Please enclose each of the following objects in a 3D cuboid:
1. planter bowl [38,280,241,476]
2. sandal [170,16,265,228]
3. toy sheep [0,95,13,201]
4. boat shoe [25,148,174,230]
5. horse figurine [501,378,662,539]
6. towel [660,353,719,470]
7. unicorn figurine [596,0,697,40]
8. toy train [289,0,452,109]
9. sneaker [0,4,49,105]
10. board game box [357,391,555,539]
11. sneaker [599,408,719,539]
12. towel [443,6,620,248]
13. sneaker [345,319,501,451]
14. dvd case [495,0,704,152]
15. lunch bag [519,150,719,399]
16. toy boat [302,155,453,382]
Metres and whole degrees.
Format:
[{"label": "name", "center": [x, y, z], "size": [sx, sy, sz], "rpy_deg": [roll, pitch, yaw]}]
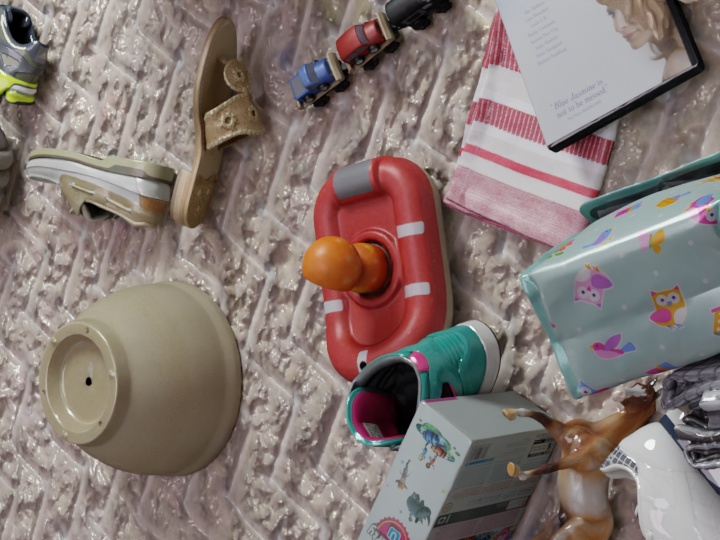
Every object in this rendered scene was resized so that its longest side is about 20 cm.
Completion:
[{"label": "planter bowl", "center": [-0.236, 0.110, 1.498], "size": [0.199, 0.134, 0.203], "rpy_deg": [-2, 88, 40]}, {"label": "sandal", "center": [-0.126, -0.136, 1.468], "size": [0.069, 0.078, 0.214], "rpy_deg": [21, 109, 17]}, {"label": "toy sheep", "center": [-0.461, -0.117, 1.692], "size": [0.138, 0.137, 0.201], "rpy_deg": [45, 111, 31]}, {"label": "boat shoe", "center": [-0.284, -0.087, 1.580], "size": [0.198, 0.074, 0.069], "rpy_deg": [9, 89, 38]}, {"label": "horse figurine", "center": [0.164, 0.182, 1.191], "size": [0.050, 0.131, 0.203], "rpy_deg": [28, 115, 58]}, {"label": "towel", "center": [0.326, 0.083, 1.019], "size": [0.198, 0.165, 0.087], "rpy_deg": [-12, 94, 40]}, {"label": "unicorn figurine", "center": [0.227, -0.292, 1.154], "size": [0.136, 0.074, 0.202], "rpy_deg": [23, 75, 12]}, {"label": "toy train", "center": [0.003, -0.205, 1.366], "size": [0.199, 0.046, 0.034], "rpy_deg": [-34, 69, 34]}, {"label": "sneaker", "center": [-0.417, -0.275, 1.705], "size": [0.200, 0.074, 0.081], "rpy_deg": [45, 109, 23]}, {"label": "board game box", "center": [0.071, 0.204, 1.235], "size": [0.064, 0.147, 0.202], "rpy_deg": [33, 109, 33]}, {"label": "sneaker", "center": [0.259, 0.201, 1.114], "size": [0.080, 0.077, 0.201], "rpy_deg": [-33, 54, 3]}, {"label": "towel", "center": [0.152, -0.129, 1.258], "size": [0.143, 0.023, 0.202], "rpy_deg": [23, 103, 37]}, {"label": "sneaker", "center": [0.038, 0.137, 1.262], "size": [0.084, 0.120, 0.202], "rpy_deg": [43, 129, 38]}, {"label": "dvd case", "center": [0.183, -0.216, 1.217], "size": [0.142, 0.017, 0.202], "rpy_deg": [-28, 66, 28]}, {"label": "lunch bag", "center": [0.234, -0.010, 1.081], "size": [0.169, 0.200, 0.123], "rpy_deg": [-22, 97, 35]}, {"label": "toy boat", "center": [0.000, 0.000, 1.309], "size": [0.129, 0.130, 0.203], "rpy_deg": [-14, 80, 38]}]
